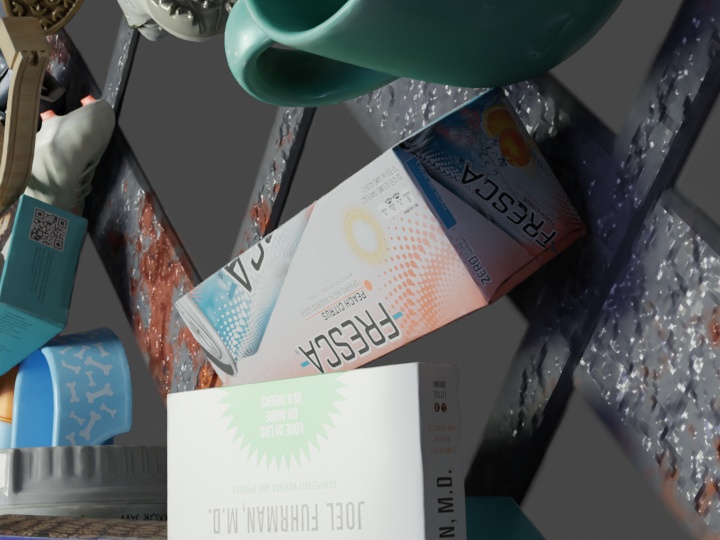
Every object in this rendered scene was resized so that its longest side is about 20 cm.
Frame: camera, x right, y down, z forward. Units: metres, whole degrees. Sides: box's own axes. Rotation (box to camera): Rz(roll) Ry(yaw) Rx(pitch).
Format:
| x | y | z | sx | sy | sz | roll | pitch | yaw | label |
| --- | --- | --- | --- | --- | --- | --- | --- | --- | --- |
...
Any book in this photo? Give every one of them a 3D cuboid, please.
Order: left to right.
| x | y | z | sx | sy | sz | roll | pitch | yaw | label |
| --- | --- | --- | --- | --- | --- | --- | --- | --- | --- |
| -0.015 | 0.141 | 0.542 | 0.133 | 0.048 | 0.202 | -11 | 77 | 41 | book |

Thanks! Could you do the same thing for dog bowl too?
| x | y | z | sx | sy | sz | roll | pitch | yaw | label |
| --- | --- | --- | --- | --- | --- | --- | --- | --- | --- |
| -0.196 | 0.138 | 0.952 | 0.111 | 0.049 | 0.202 | 2 | 89 | 59 | dog bowl |

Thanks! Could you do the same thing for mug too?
| x | y | z | sx | sy | sz | roll | pitch | yaw | label |
| --- | --- | --- | --- | --- | --- | --- | --- | --- | --- |
| 0.030 | -0.142 | 0.527 | 0.185 | 0.114 | 0.153 | -4 | 79 | 60 | mug |

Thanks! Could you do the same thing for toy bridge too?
| x | y | z | sx | sy | sz | roll | pitch | yaw | label |
| --- | --- | --- | --- | --- | --- | --- | --- | --- | --- |
| -0.244 | -0.071 | 0.952 | 0.200 | 0.027 | 0.067 | -56 | 52 | 39 | toy bridge |

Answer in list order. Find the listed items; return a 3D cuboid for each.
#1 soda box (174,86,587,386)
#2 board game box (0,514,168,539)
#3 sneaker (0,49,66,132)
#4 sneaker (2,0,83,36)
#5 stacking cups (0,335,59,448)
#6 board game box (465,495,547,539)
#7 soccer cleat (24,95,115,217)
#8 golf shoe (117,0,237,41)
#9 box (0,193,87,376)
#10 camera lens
| x | y | z | sx | sy | sz | roll | pitch | yaw | label |
| --- | --- | --- | --- | --- | --- | --- | --- | --- | --- |
| 0.000 | 0.000 | 0.597 | 0.069 | 0.063 | 0.200 | 58 | 144 | -1 | soda box |
| -0.099 | 0.215 | 0.641 | 0.097 | 0.158 | 0.202 | 105 | 168 | -84 | board game box |
| -0.299 | -0.096 | 1.016 | 0.077 | 0.202 | 0.146 | 52 | 132 | 13 | sneaker |
| -0.217 | -0.274 | 1.025 | 0.090 | 0.067 | 0.201 | -124 | 44 | -60 | sneaker |
| -0.247 | 0.125 | 1.044 | 0.060 | 0.060 | 0.201 | 18 | 97 | 59 | stacking cups |
| 0.062 | 0.201 | 0.508 | 0.200 | 0.047 | 0.152 | 49 | 128 | 50 | board game box |
| -0.215 | -0.050 | 1.001 | 0.200 | 0.069 | 0.078 | -37 | 84 | 45 | soccer cleat |
| -0.107 | -0.169 | 0.832 | 0.200 | 0.078 | 0.098 | -116 | 24 | -48 | golf shoe |
| -0.258 | 0.028 | 0.980 | 0.200 | 0.049 | 0.083 | -32 | 44 | 46 | box |
| -0.161 | 0.200 | 0.776 | 0.160 | 0.159 | 0.202 | -20 | 70 | 57 | camera lens |
